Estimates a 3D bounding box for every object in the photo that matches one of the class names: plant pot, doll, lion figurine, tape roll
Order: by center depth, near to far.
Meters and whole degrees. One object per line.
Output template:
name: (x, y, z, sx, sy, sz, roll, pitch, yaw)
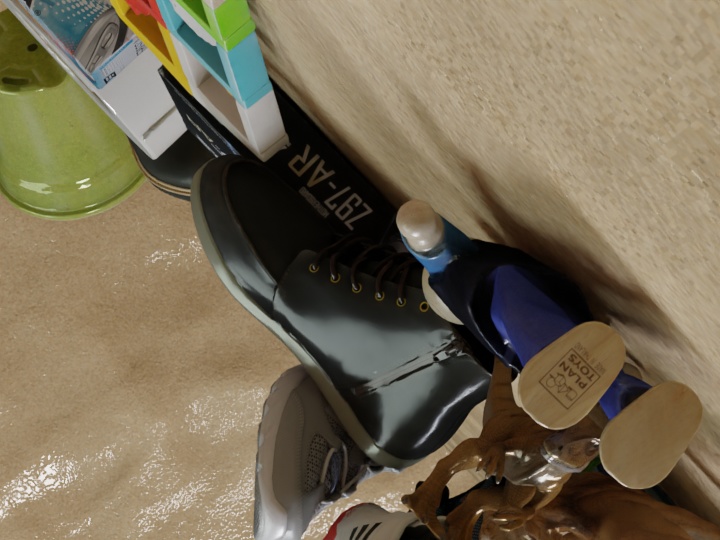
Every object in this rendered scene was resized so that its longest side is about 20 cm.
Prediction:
doll: (0.065, 0.019, 0.709, 0.136, 0.049, 0.200, 37, -176, -18)
lion figurine: (0.127, 0.131, 0.770, 0.122, 0.073, 0.200, 21, 172, -7)
tape roll: (-0.197, -0.178, 1.303, 0.202, 0.071, 0.202, 46, 175, 5)
plant pot: (-0.329, -0.188, 1.874, 0.200, 0.200, 0.184, 44, 164, 30)

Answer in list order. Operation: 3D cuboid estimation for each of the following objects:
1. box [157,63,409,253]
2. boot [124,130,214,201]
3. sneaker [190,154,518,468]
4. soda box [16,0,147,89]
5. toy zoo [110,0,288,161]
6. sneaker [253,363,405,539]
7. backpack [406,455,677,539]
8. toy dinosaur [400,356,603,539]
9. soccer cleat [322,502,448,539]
box: (-0.033, -0.050, 1.069, 0.200, 0.044, 0.160, 46, 175, 5)
boot: (-0.198, -0.155, 1.539, 0.200, 0.077, 0.138, 42, 169, 39)
sneaker: (0.000, 0.000, 0.930, 0.200, 0.075, 0.106, 51, 132, 2)
soda box: (-0.209, -0.212, 1.097, 0.200, 0.068, 0.064, 47, 176, 1)
toy zoo: (-0.094, -0.133, 0.901, 0.131, 0.020, 0.200, 45, 168, 19)
sneaker: (-0.002, 0.086, 0.979, 0.082, 0.200, 0.075, 14, 122, 16)
backpack: (0.129, 0.199, 0.933, 0.183, 0.147, 0.200, 47, -162, -22)
toy dinosaur: (0.070, 0.082, 0.804, 0.060, 0.106, 0.200, 46, 179, -13)
soccer cleat: (0.021, 0.151, 0.880, 0.069, 0.085, 0.200, 53, -172, -1)
